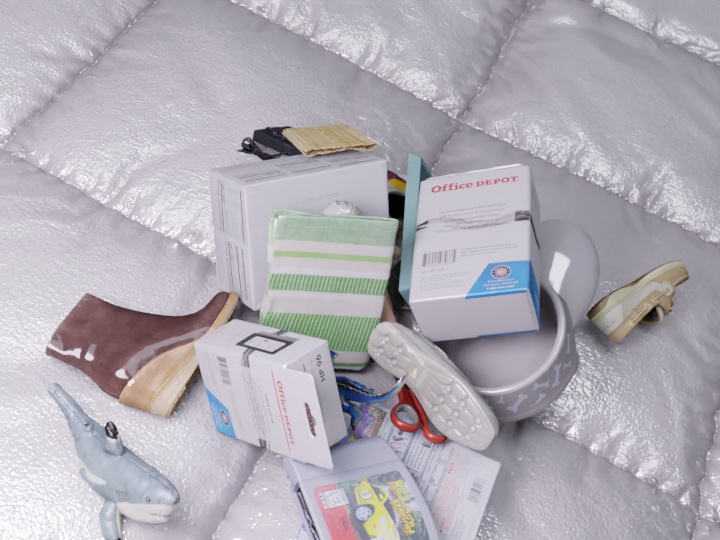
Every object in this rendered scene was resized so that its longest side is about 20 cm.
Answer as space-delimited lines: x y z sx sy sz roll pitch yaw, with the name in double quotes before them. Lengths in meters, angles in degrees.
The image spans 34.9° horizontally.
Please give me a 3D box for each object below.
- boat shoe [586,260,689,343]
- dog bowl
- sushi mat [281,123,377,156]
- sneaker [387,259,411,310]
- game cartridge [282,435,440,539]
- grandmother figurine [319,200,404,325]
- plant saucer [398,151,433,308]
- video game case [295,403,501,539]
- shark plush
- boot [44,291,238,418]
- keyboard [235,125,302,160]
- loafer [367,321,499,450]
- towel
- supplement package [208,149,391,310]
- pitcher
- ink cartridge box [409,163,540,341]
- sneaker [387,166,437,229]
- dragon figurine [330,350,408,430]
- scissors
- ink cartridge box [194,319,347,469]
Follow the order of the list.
"boat shoe" 0.396 0.047 1.596 0.199 0.074 0.067 -25 73 -33
"dog bowl" 0.170 0.083 1.413 0.197 0.059 0.202 -9 58 15
"sushi mat" -0.044 -0.174 1.515 0.094 0.012 0.200 -5 15 -11
"sneaker" 0.111 -0.004 1.540 0.198 0.106 0.075 -28 89 -7
"game cartridge" 0.010 0.268 1.209 0.132 0.041 0.201 -5 51 -28
"grandmother figurine" 0.000 0.000 1.392 0.121 0.202 0.060 -39 36 -26
"plant saucer" 0.073 -0.050 1.457 0.019 0.070 0.202 -6 61 20
"video game case" 0.045 0.262 1.282 0.180 0.046 0.201 26 46 4
"shark plush" -0.256 0.189 1.212 0.090 0.084 0.201 -17 57 -31
"boot" -0.248 0.063 1.335 0.165 0.073 0.201 29 50 4
"keyboard" -0.091 -0.169 1.576 0.126 0.021 0.199 -16 26 -31
"loafer" 0.092 0.130 1.340 0.200 0.070 0.069 46 26 27
"towel" -0.044 0.026 1.357 0.150 0.202 0.023 4 25 -12
"supplement package" -0.074 -0.056 1.430 0.198 0.158 0.111 -13 21 -29
"pitcher" 0.225 0.027 1.519 0.169 0.122 0.202 17 57 5
"ink cartridge box" 0.144 -0.023 1.396 0.143 0.085 0.202 -7 49 17
"sneaker" 0.067 -0.089 1.562 0.198 0.075 0.091 10 37 -41
"dragon figurine" -0.040 0.130 1.303 0.099 0.199 0.059 43 58 -20
"scissors" 0.057 0.142 1.387 0.072 0.014 0.201 14 25 -16
"ink cartridge box" -0.085 0.131 1.238 0.067 0.117 0.199 -28 26 -38
